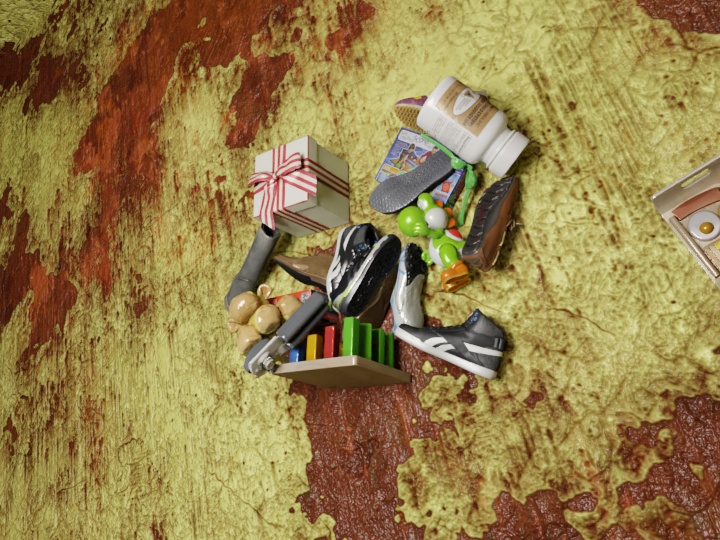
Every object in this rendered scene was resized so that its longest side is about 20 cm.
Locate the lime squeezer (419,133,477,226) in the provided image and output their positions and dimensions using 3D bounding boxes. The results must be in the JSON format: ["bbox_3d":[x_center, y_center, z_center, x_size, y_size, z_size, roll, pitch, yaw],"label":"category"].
[{"bbox_3d":[0.190,-0.194,1.163,0.071,0.038,0.200,-21,105,21],"label":"lime squeezer"}]

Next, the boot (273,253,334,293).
[{"bbox_3d":[-0.116,-0.008,1.357,0.200,0.074,0.076,21,72,31],"label":"boot"}]

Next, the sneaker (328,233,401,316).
[{"bbox_3d":[0.000,0.000,1.186,0.200,0.072,0.083,-53,47,-2],"label":"sneaker"}]

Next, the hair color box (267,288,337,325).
[{"bbox_3d":[-0.161,0.096,1.325,0.200,0.101,0.061,-14,69,32],"label":"hair color box"}]

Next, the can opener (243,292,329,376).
[{"bbox_3d":[-0.143,0.119,1.108,0.200,0.053,0.066,-44,53,-15],"label":"can opener"}]

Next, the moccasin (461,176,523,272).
[{"bbox_3d":[0.259,-0.091,1.107,0.074,0.078,0.202,-11,50,49],"label":"moccasin"}]

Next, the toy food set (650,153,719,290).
[{"bbox_3d":[0.568,-0.076,0.891,0.143,0.060,0.200,-35,58,21],"label":"toy food set"}]

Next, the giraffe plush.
[{"bbox_3d":[-0.208,0.105,1.221,0.172,0.200,0.162,-29,55,-25],"label":"giraffe plush"}]

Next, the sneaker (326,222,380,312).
[{"bbox_3d":[-0.010,-0.011,1.253,0.112,0.073,0.200,-14,65,52],"label":"sneaker"}]

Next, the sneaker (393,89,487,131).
[{"bbox_3d":[0.172,-0.352,1.247,0.200,0.075,0.090,12,63,22],"label":"sneaker"}]

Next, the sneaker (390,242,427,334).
[{"bbox_3d":[0.092,0.038,1.188,0.072,0.072,0.200,-15,62,45],"label":"sneaker"}]

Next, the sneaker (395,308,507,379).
[{"bbox_3d":[0.174,0.113,1.084,0.200,0.073,0.112,22,85,18],"label":"sneaker"}]

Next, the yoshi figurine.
[{"bbox_3d":[0.137,-0.055,1.150,0.112,0.112,0.200,-42,61,42],"label":"yoshi figurine"}]

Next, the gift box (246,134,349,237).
[{"bbox_3d":[-0.135,-0.180,1.340,0.184,0.187,0.200,-19,64,30],"label":"gift box"}]

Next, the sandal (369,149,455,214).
[{"bbox_3d":[0.113,-0.175,1.217,0.200,0.043,0.076,-28,69,14],"label":"sandal"}]

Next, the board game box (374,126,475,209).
[{"bbox_3d":[0.138,-0.219,1.254,0.200,0.034,0.135,31,95,37],"label":"board game box"}]

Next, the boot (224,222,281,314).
[{"bbox_3d":[-0.251,-0.005,1.391,0.200,0.073,0.182,-50,31,27],"label":"boot"}]

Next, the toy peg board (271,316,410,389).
[{"bbox_3d":[-0.034,0.166,1.154,0.199,0.200,0.098,-12,65,32],"label":"toy peg board"}]

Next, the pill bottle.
[{"bbox_3d":[0.219,-0.273,1.125,0.200,0.114,0.114,38,100,5],"label":"pill bottle"}]

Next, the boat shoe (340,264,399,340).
[{"bbox_3d":[0.019,0.068,1.232,0.063,0.073,0.200,29,82,43],"label":"boat shoe"}]
